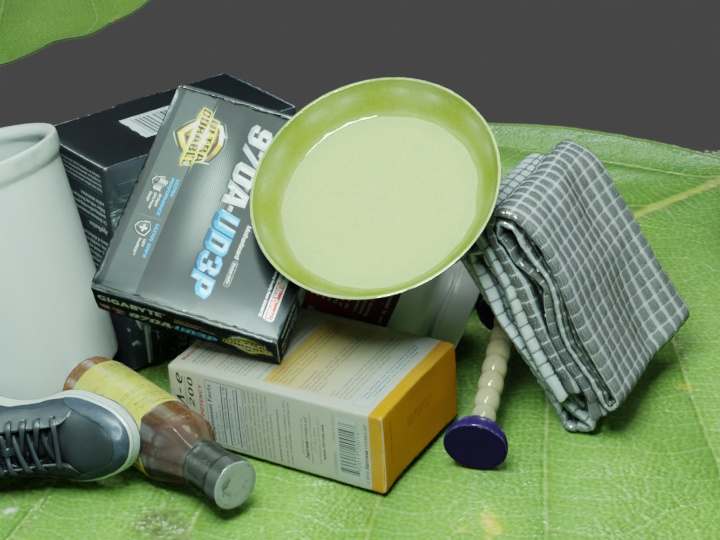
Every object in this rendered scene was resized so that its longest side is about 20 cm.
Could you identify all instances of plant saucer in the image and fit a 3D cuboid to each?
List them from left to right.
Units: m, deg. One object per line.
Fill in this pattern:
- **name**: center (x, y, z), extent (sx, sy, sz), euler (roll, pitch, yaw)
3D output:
- **plant saucer**: center (0.013, -0.060, 1.300), extent (0.199, 0.031, 0.200), euler (-7, 60, 13)

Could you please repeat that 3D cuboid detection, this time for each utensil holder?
- **utensil holder**: center (-0.308, -0.002, 1.404), extent (0.170, 0.200, 0.170), euler (-14, 17, 4)

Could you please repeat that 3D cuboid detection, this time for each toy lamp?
- **toy lamp**: center (0.112, 0.072, 1.360), extent (0.058, 0.058, 0.200), euler (5, 44, 16)

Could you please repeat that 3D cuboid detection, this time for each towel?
- **towel**: center (0.175, 0.009, 1.356), extent (0.085, 0.200, 0.166), euler (-24, 13, 34)

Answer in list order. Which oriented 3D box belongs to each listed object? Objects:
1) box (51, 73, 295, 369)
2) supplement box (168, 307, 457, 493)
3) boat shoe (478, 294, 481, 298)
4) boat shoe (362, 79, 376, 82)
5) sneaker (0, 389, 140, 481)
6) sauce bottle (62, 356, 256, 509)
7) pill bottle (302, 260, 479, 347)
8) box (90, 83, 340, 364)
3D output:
- **box**: center (-0.163, -0.048, 1.510), extent (0.200, 0.197, 0.124), euler (-22, 33, -31)
- **supplement box**: center (-0.038, 0.097, 1.352), extent (0.200, 0.074, 0.126), euler (13, 33, 28)
- **boat shoe**: center (0.115, -0.003, 1.534), extent (0.065, 0.072, 0.200), euler (-17, 31, 1)
- **boat shoe**: center (0.016, -0.106, 1.733), extent (0.073, 0.068, 0.200), euler (0, 51, -17)
- **sneaker**: center (-0.281, 0.145, 1.274), extent (0.202, 0.077, 0.146), euler (-1, 15, 27)
- **sauce bottle**: center (-0.159, 0.128, 1.317), extent (0.066, 0.066, 0.200), euler (-24, 32, -33)
- **pill bottle**: center (0.000, 0.000, 1.439), extent (0.200, 0.113, 0.113), euler (23, 30, -1)
- **box**: center (-0.107, -0.040, 1.353), extent (0.159, 0.046, 0.200), euler (17, 65, 8)
